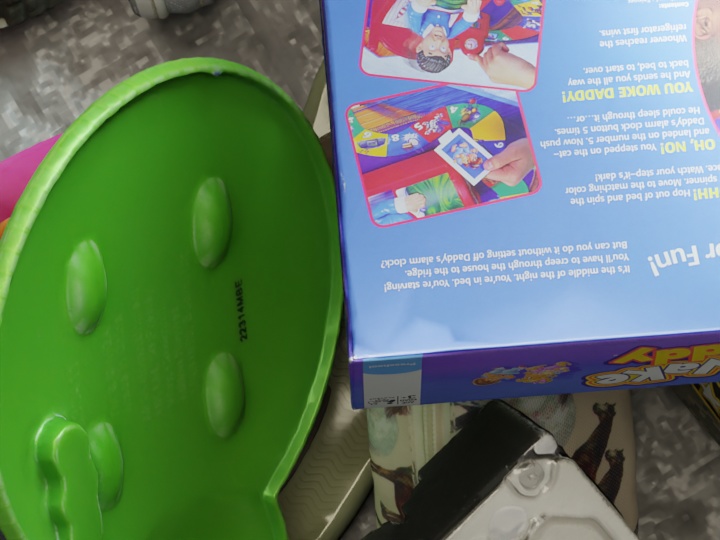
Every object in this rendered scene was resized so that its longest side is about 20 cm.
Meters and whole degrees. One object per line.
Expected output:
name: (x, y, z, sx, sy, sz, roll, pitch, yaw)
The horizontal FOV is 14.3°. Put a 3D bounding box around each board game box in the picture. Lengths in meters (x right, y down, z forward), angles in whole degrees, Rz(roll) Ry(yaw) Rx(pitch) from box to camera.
board game box: (0.091, -0.043, 0.707, 0.200, 0.045, 0.135, -4, 73, -1)

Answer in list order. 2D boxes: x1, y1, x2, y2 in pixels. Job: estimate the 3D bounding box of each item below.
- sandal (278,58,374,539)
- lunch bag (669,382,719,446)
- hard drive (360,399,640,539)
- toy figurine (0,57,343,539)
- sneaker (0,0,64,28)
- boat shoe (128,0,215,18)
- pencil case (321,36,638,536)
sandal: (0.001, 0.001, 0.860, 0.080, 0.057, 0.201, 21, 83, 9)
lunch bag: (0.166, 0.024, 0.796, 0.200, 0.164, 0.118, 20, 78, 6)
hard drive: (0.051, 0.151, 0.785, 0.140, 0.038, 0.200, -43, 118, -7)
toy figurine: (-0.119, 0.023, 0.833, 0.184, 0.150, 0.200, 13, 119, 35)
sneaker: (-0.179, -0.115, 0.899, 0.200, 0.077, 0.089, -5, 48, 3)
boat shoe: (-0.032, -0.172, 0.889, 0.065, 0.074, 0.202, 11, 73, 9)
pencil case: (0.034, 0.023, 0.806, 0.078, 0.089, 0.200, 12, 113, 40)
